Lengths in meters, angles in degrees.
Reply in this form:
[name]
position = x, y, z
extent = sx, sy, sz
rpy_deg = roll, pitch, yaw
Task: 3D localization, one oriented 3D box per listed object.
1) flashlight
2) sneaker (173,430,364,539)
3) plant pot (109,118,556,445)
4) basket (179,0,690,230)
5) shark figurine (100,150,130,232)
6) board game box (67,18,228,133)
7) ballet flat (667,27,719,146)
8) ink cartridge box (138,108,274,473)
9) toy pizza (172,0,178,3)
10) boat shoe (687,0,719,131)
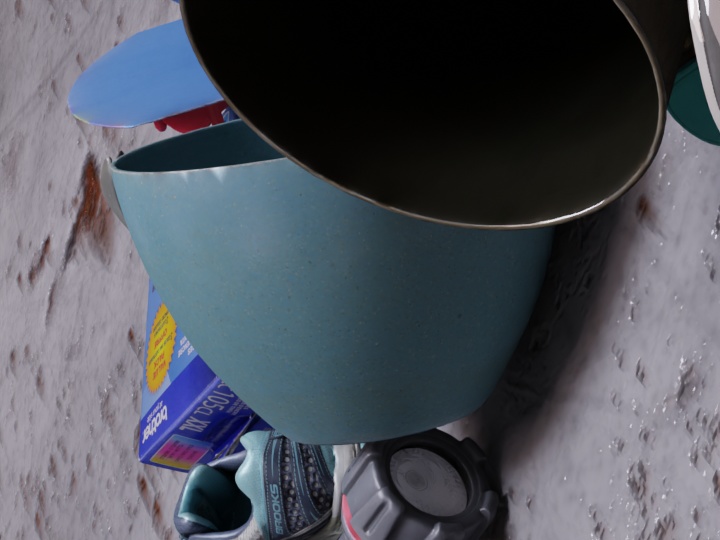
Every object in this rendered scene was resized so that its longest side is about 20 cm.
[flashlight]
position = -0.005, 0.151, 1.177
extent = 0.200, 0.067, 0.068
rpy_deg = -58, 42, 42
[sneaker]
position = -0.061, 0.129, 1.301
extent = 0.200, 0.086, 0.078
rpy_deg = 130, 147, -50
[plant pot]
position = 0.000, 0.000, 1.114
extent = 0.200, 0.199, 0.136
rpy_deg = -166, 64, -69
[basket]
position = 0.059, -0.128, 0.923
extent = 0.200, 0.180, 0.137
rpy_deg = -53, -27, -45
[shark figurine]
position = -0.030, -0.016, 1.291
extent = 0.089, 0.213, 0.129
rpy_deg = -39, -59, -61
[board game box]
position = -0.055, -0.104, 1.340
extent = 0.158, 0.199, 0.039
rpy_deg = -95, -13, -66
[ballet flat]
position = 0.173, -0.096, 0.870
extent = 0.200, 0.070, 0.071
rpy_deg = 157, 123, -64
[ink cartridge box]
position = -0.064, 0.027, 1.388
extent = 0.136, 0.076, 0.201
rpy_deg = 134, 141, -54
[toy pizza]
position = -0.029, -0.209, 1.302
extent = 0.032, 0.200, 0.201
rpy_deg = 48, 130, 26
[boat shoe]
position = 0.158, -0.027, 0.801
extent = 0.057, 0.067, 0.201
rpy_deg = -12, 94, 50
